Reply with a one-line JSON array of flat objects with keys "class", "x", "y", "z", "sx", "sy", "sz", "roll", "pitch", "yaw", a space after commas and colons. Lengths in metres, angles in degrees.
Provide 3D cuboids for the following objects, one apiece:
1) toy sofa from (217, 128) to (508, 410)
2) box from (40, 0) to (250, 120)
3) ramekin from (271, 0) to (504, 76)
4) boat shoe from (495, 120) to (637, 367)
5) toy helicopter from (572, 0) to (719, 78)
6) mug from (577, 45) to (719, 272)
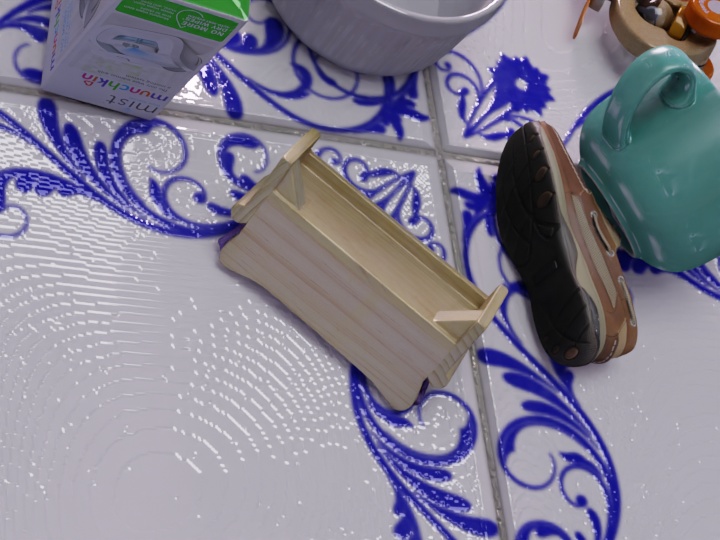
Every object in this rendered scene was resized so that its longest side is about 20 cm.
[{"class": "toy sofa", "x": 0.000, "y": 0.000, "z": 1.529, "sx": 0.200, "sy": 0.098, "sz": 0.083, "roll": 39, "pitch": 25, "yaw": -1}, {"class": "box", "x": -0.146, "y": -0.238, "z": 1.509, "sx": 0.096, "sy": 0.176, "sz": 0.201, "roll": 15, "pitch": 65, "yaw": -25}, {"class": "ramekin", "x": 0.016, "y": -0.248, "z": 1.670, "sx": 0.199, "sy": 0.105, "sz": 0.201, "roll": 14, "pitch": 54, "yaw": -20}, {"class": "boat shoe", "x": 0.162, "y": -0.018, "z": 1.629, "sx": 0.074, "sy": 0.076, "sz": 0.201, "roll": 2, "pitch": 66, "yaw": -36}, {"class": "toy helicopter", "x": 0.242, "y": -0.250, "z": 1.830, "sx": 0.132, "sy": 0.079, "sz": 0.201, "roll": 6, "pitch": 47, "yaw": -15}, {"class": "mug", "x": 0.233, "y": -0.089, "z": 1.646, "sx": 0.114, "sy": 0.152, "sz": 0.185, "roll": -32, "pitch": 106, "yaw": 0}]
